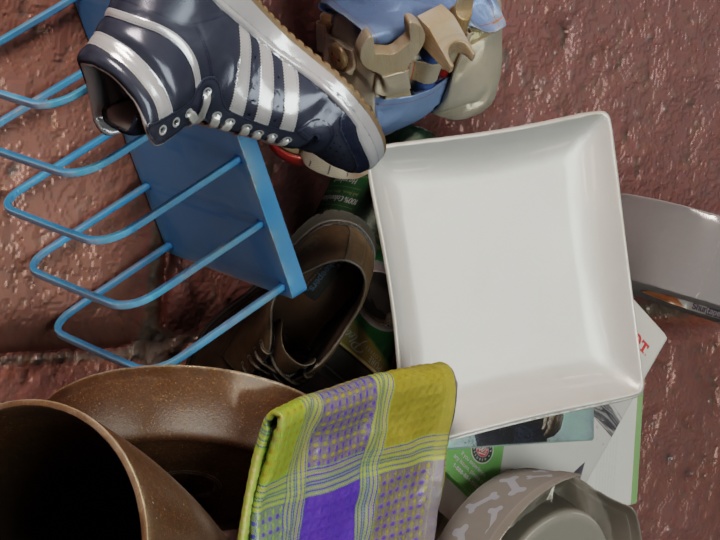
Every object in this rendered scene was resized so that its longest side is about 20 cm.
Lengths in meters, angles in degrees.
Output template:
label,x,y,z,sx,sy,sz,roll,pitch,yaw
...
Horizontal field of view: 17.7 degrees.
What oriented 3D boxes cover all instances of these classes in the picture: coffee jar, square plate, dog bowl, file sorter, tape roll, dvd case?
label,x,y,z,sx,sy,sz,roll,pitch,yaw
coffee jar,0.000,0.000,1.601,0.104,0.085,0.201,41,72,-32
square plate,0.096,0.004,1.563,0.197,0.028,0.201,-10,95,-29
dog bowl,0.114,0.229,1.604,0.199,0.058,0.201,-20,119,-42
file sorter,-0.145,-0.057,1.416,0.122,0.138,0.201,-35,123,-29
tape roll,0.275,0.001,1.784,0.200,0.200,0.067,21,86,-44
dvd case,0.096,0.020,1.591,0.145,0.022,0.201,0,89,-30

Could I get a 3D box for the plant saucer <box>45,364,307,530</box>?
label,x,y,z,sx,sy,sz,roll,pitch,yaw
plant saucer,-0.107,0.120,1.459,0.200,0.200,0.037,33,49,-43

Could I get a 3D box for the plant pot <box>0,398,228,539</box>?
label,x,y,z,sx,sy,sz,roll,pitch,yaw
plant pot,-0.153,0.191,1.394,0.200,0.186,0.188,29,80,-58

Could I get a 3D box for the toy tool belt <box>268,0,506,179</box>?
label,x,y,z,sx,sy,sz,roll,pitch,yaw
toy tool belt,0.021,-0.158,1.545,0.200,0.125,0.123,-30,148,-38

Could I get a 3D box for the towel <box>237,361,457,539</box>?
label,x,y,z,sx,sy,sz,roll,pitch,yaw
towel,-0.005,0.135,1.444,0.200,0.023,0.145,-8,112,-54

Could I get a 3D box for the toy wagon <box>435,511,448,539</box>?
label,x,y,z,sx,sy,sz,roll,pitch,yaw
toy wagon,-0.004,0.164,1.674,0.199,0.039,0.156,-10,107,-41

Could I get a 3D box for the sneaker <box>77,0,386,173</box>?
label,x,y,z,sx,sy,sz,roll,pitch,yaw
sneaker,-0.077,-0.093,1.324,0.200,0.070,0.109,43,72,-31

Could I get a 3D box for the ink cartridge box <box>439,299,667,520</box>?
label,x,y,z,sx,sy,sz,roll,pitch,yaw
ink cartridge box,0.115,0.083,1.677,0.145,0.084,0.201,44,69,-37

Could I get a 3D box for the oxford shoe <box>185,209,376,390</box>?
label,x,y,z,sx,sy,sz,roll,pitch,yaw
oxford shoe,-0.062,0.054,1.489,0.072,0.084,0.201,30,106,-13

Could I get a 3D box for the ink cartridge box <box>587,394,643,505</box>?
label,x,y,z,sx,sy,sz,roll,pitch,yaw
ink cartridge box,0.136,0.123,1.791,0.199,0.048,0.147,-6,105,-37

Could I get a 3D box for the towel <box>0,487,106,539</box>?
label,x,y,z,sx,sy,sz,roll,pitch,yaw
towel,-0.251,0.203,1.446,0.172,0.048,0.200,-56,131,-14
